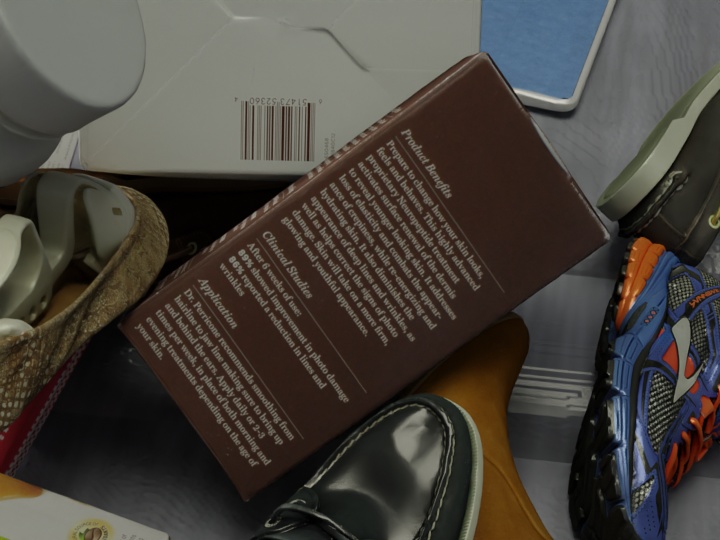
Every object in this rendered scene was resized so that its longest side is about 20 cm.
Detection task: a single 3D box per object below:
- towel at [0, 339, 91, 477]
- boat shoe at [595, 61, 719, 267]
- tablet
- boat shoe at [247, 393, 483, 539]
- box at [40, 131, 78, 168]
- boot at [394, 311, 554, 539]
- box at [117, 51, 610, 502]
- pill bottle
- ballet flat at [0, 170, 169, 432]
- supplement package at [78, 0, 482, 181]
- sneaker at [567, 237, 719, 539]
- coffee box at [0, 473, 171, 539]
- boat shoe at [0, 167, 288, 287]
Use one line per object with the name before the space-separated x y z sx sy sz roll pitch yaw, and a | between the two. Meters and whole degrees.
towel | -0.226 0.038 0.751 0.199 0.022 0.145 26 82 22
boat shoe | 0.193 -0.064 0.921 0.061 0.072 0.201 44 40 1
tablet | 0.099 -0.174 1.071 0.129 0.014 0.201 15 44 11
boat shoe | -0.021 0.126 0.632 0.074 0.066 0.200 31 77 31
box | -0.184 -0.014 0.844 0.041 0.039 0.201 24 40 -17
boot | 0.063 0.117 0.716 0.143 0.071 0.201 32 54 20
box | 0.000 0.000 0.734 0.199 0.101 0.075 -35 7 3
pill bottle | -0.194 -0.075 0.678 0.199 0.113 0.114 -22 33 28
ballet flat | -0.130 -0.001 0.677 0.070 0.066 0.200 13 34 10
supplement package | -0.040 -0.130 0.853 0.189 0.149 0.200 2 9 -2
sneaker | 0.149 0.060 0.776 0.078 0.076 0.201 15 45 6
coffee box | -0.177 0.132 0.636 0.198 0.115 0.080 17 43 13
boat shoe | -0.114 -0.020 0.835 0.070 0.071 0.199 9 12 43
